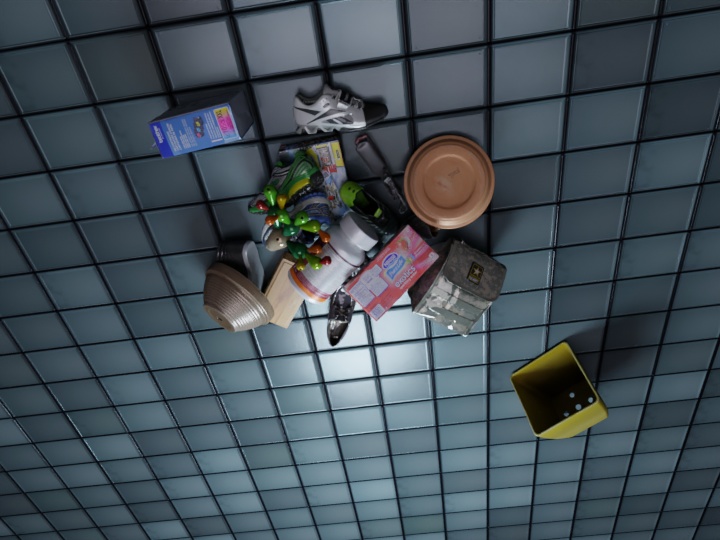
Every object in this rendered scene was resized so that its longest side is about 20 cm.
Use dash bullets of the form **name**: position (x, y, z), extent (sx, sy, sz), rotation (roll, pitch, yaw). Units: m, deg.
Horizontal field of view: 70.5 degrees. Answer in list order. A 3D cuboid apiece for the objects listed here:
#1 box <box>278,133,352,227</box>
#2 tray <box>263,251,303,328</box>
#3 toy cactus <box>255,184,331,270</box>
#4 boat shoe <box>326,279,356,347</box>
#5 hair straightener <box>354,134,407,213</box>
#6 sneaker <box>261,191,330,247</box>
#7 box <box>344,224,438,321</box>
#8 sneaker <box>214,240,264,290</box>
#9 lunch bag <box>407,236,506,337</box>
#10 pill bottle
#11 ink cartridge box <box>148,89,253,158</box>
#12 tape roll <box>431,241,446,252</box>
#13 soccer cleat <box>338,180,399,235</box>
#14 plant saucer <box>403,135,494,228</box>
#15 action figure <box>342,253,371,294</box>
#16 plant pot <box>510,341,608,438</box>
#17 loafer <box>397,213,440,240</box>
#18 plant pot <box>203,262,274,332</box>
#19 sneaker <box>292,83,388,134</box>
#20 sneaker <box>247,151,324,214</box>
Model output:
- **box**: position (-0.093, -0.194, 1.153), extent (0.135, 0.038, 0.202), rotation (-9, 123, 6)
- **tray**: position (-0.194, 0.055, 1.320), extent (0.098, 0.037, 0.201), rotation (23, 119, -16)
- **toy cactus**: position (-0.154, -0.073, 1.057), extent (0.200, 0.102, 0.165), rotation (48, 143, -11)
- **boat shoe**: position (-0.051, 0.116, 1.345), extent (0.071, 0.065, 0.202), rotation (12, 122, -7)
- **hair straightener**: position (0.051, -0.201, 1.128), extent (0.041, 0.077, 0.201), rotation (-26, 120, 14)
- **sneaker**: position (-0.145, -0.091, 1.131), extent (0.199, 0.086, 0.077), rotation (-32, 158, 30)
- **box**: position (0.065, 0.003, 1.140), extent (0.103, 0.095, 0.200), rotation (43, 90, -5)
- **sneaker**: position (-0.302, -0.002, 1.269), extent (0.098, 0.071, 0.201), rotation (12, 136, 13)
- **lunch bag**: position (0.236, 0.034, 1.223), extent (0.163, 0.118, 0.201), rotation (26, 114, -17)
- **pill bottle**: position (-0.060, -0.028, 1.123), extent (0.109, 0.110, 0.200), rotation (37, 108, -23)
- **ink cartridge box**: position (-0.330, -0.293, 1.024), extent (0.198, 0.137, 0.077), rotation (-10, 119, 6)
- **tape roll**: position (0.225, 0.020, 1.303), extent (0.200, 0.037, 0.205), rotation (0, 124, 0)
- **soccer cleat**: position (0.030, -0.130, 1.150), extent (0.199, 0.081, 0.068), rotation (35, 92, -40)
- **plant saucer**: position (0.192, -0.192, 1.110), extent (0.198, 0.032, 0.203), rotation (1, 96, 6)
- **action figure**: position (0.000, 0.000, 1.240), extent (0.102, 0.119, 0.200), rotation (-37, 105, 20)
- **plant pot**: position (0.586, 0.364, 1.454), extent (0.200, 0.201, 0.176), rotation (-40, 127, 23)
- **loafer**: position (0.151, -0.102, 1.187), extent (0.072, 0.073, 0.200), rotation (10, 130, -41)
- **plant pot**: position (-0.315, 0.082, 1.239), extent (0.200, 0.093, 0.202), rotation (28, 151, 18)
- **sneaker**: position (-0.042, -0.335, 1.039), extent (0.197, 0.074, 0.089), rotation (-6, 126, 2)
- **sneaker**: position (-0.170, -0.184, 1.105), extent (0.199, 0.078, 0.086), rotation (-28, 86, 25)
